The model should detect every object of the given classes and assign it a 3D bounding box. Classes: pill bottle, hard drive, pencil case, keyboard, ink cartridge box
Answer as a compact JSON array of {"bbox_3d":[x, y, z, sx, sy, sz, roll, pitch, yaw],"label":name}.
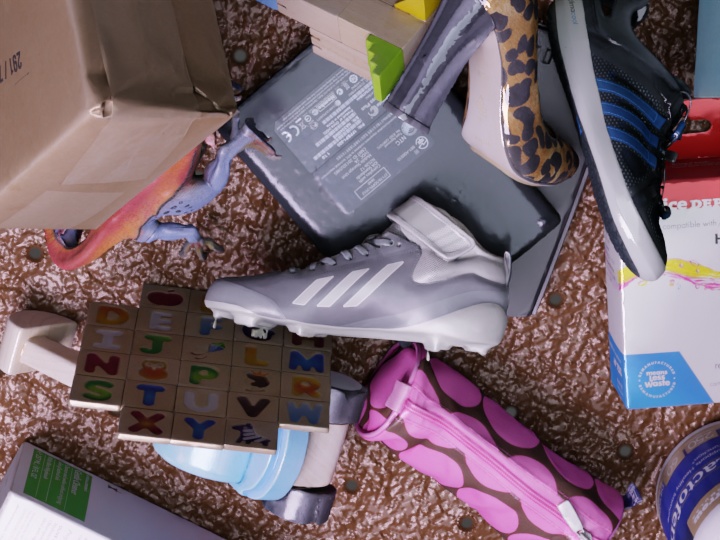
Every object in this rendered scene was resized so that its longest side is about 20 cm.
[{"bbox_3d":[0.271,0.184,1.521,0.115,0.200,0.116,-1,105,-3],"label":"pill bottle"},{"bbox_3d":[0.019,-0.066,1.510,0.139,0.033,0.200,-39,97,11],"label":"hard drive"},{"bbox_3d":[0.090,0.132,1.554,0.200,0.094,0.091,35,101,-10],"label":"pencil case"},{"bbox_3d":[0.091,-0.073,1.534,0.127,0.021,0.201,18,102,-4],"label":"keyboard"},{"bbox_3d":[0.228,-0.013,1.534,0.116,0.067,0.201,-5,105,-1],"label":"ink cartridge box"}]

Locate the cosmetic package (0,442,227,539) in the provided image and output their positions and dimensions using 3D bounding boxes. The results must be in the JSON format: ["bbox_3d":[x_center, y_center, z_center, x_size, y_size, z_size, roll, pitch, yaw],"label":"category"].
[{"bbox_3d":[-0.166,0.211,1.557,0.200,0.108,0.085,26,102,-11],"label":"cosmetic package"}]

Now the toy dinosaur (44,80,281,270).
[{"bbox_3d":[-0.149,-0.062,1.464,0.181,0.200,0.105,-36,77,13],"label":"toy dinosaur"}]

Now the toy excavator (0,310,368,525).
[{"bbox_3d":[-0.124,0.083,1.519,0.200,0.194,0.100,9,107,-34],"label":"toy excavator"}]

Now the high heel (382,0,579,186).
[{"bbox_3d":[0.112,-0.133,1.423,0.200,0.071,0.143,21,103,-51],"label":"high heel"}]

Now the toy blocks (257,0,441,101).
[{"bbox_3d":[0.016,-0.203,1.444,0.137,0.100,0.200,29,63,23],"label":"toy blocks"}]

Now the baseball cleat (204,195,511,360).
[{"bbox_3d":[0.000,0.000,1.485,0.199,0.070,0.107,7,89,-2],"label":"baseball cleat"}]

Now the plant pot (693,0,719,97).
[{"bbox_3d":[0.308,-0.195,1.429,0.200,0.201,0.161,-4,95,-2],"label":"plant pot"}]

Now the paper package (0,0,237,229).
[{"bbox_3d":[-0.179,-0.140,1.376,0.103,0.200,0.191,-1,70,-35],"label":"paper package"}]

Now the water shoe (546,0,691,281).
[{"bbox_3d":[0.181,-0.095,1.456,0.079,0.072,0.201,-16,79,2],"label":"water shoe"}]

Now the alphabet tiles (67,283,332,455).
[{"bbox_3d":[-0.101,0.062,1.472,0.166,0.200,0.006,6,117,-3],"label":"alphabet tiles"}]
